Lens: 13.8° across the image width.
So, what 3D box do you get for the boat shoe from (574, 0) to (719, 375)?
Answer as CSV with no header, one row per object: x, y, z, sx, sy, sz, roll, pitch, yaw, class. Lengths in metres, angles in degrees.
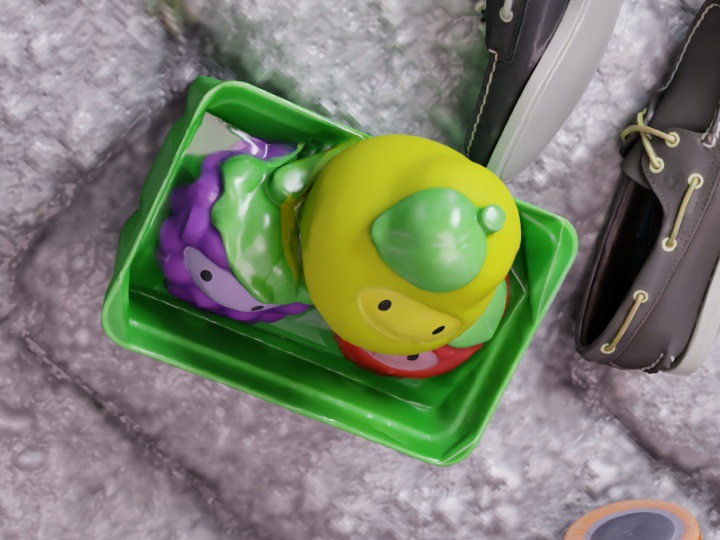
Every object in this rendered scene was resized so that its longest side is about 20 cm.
0.154,-0.042,1.445,0.060,0.072,0.202,3,113,-22,boat shoe

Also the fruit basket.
0.000,0.000,1.347,0.215,0.216,0.156,22,104,-23,fruit basket

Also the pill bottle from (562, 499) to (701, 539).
0.152,0.220,1.533,0.106,0.106,0.201,-15,115,-10,pill bottle

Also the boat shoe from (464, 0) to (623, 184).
0.088,-0.132,1.396,0.060,0.074,0.201,32,123,16,boat shoe
